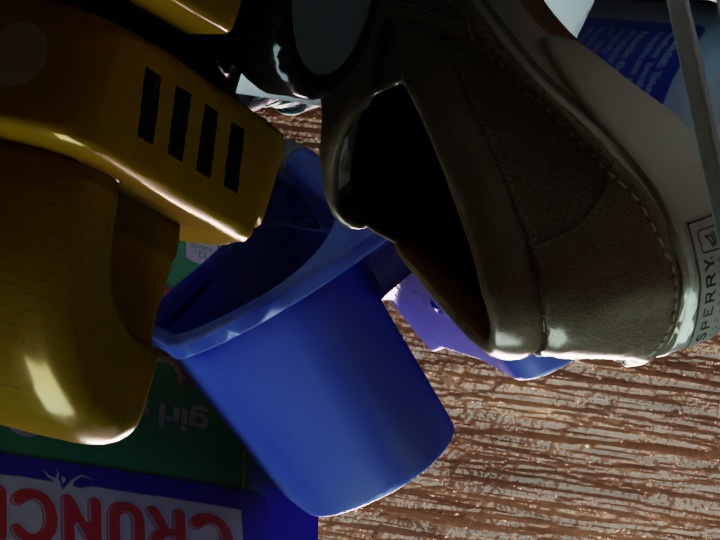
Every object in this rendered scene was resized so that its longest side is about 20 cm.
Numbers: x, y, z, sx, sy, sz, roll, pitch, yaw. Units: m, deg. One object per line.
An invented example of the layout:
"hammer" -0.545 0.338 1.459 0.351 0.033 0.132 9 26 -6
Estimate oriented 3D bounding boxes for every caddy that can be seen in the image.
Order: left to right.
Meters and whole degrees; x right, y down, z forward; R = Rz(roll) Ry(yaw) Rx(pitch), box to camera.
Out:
"caddy" 0.000 0.000 0.925 0.141 0.105 0.200 -35 -172 -8

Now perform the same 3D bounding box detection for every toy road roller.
"toy road roller" -0.087 -0.046 0.600 0.123 0.146 0.200 12 172 24

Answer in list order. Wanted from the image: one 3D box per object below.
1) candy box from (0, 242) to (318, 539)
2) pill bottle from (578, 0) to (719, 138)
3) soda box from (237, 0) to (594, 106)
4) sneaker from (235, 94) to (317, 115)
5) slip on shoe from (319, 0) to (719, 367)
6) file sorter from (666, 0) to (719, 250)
"candy box" -0.104 0.072 1.001 0.169 0.200 0.077 14 139 -16
"pill bottle" 0.119 -0.042 0.990 0.112 0.112 0.200 2 -174 -42
"soda box" -0.035 -0.097 0.822 0.199 0.068 0.064 8 -133 -14
"sneaker" -0.039 -0.078 1.059 0.074 0.088 0.200 37 -129 25
"slip on shoe" 0.016 -0.036 0.674 0.060 0.076 0.200 -17 -141 -20
"file sorter" 0.163 -0.032 0.635 0.138 0.125 0.200 -13 177 21
